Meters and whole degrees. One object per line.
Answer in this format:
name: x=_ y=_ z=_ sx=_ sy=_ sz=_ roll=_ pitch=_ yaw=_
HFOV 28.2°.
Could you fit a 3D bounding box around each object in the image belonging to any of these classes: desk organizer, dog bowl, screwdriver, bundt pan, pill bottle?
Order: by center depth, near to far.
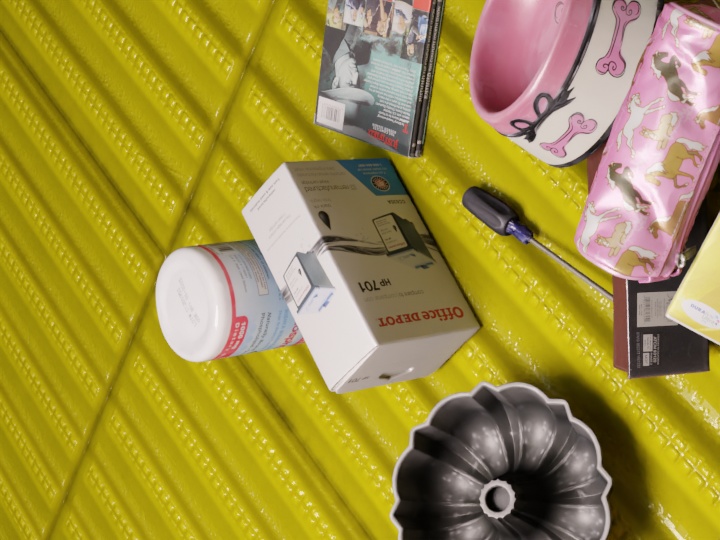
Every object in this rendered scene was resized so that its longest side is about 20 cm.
desk organizer: x=0.225 y=-0.023 z=1.133 sx=0.077 sy=0.071 sz=0.203 roll=-163 pitch=70 yaw=-74
dog bowl: x=0.155 y=-0.188 z=1.135 sx=0.200 sy=0.073 sz=0.203 roll=-165 pitch=90 yaw=-71
bundt pan: x=0.130 y=0.202 z=1.242 sx=0.200 sy=0.076 sz=0.205 roll=-7 pitch=74 yaw=23
screwdriver: x=0.160 y=-0.017 z=1.255 sx=0.200 sy=0.028 sz=0.029 roll=42 pitch=155 yaw=34
pill bottle: x=-0.094 y=0.023 z=1.407 sx=0.108 sy=0.199 sz=0.110 roll=9 pitch=102 yaw=46

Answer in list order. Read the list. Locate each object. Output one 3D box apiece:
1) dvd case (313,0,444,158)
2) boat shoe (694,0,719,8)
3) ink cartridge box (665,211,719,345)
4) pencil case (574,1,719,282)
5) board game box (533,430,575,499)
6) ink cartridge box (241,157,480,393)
dvd case: x=0.018 y=-0.224 z=1.383 sx=0.145 sy=0.022 sz=0.203 roll=23 pitch=111 yaw=43
boat shoe: x=0.299 y=-0.114 z=1.068 sx=0.070 sy=0.070 sz=0.202 roll=-22 pitch=81 yaw=8
ink cartridge box: x=0.343 y=-0.008 z=0.989 sx=0.196 sy=0.047 sz=0.202 roll=29 pitch=121 yaw=13
pencil case: x=0.222 y=-0.092 z=1.022 sx=0.086 sy=0.083 sz=0.202 roll=18 pitch=106 yaw=1
board game box: x=0.114 y=0.229 z=1.328 sx=0.200 sy=0.039 sz=0.159 roll=-38 pitch=68 yaw=43
ink cartridge box: x=0.000 y=0.000 z=1.342 sx=0.086 sy=0.145 sz=0.201 roll=-47 pitch=63 yaw=38
